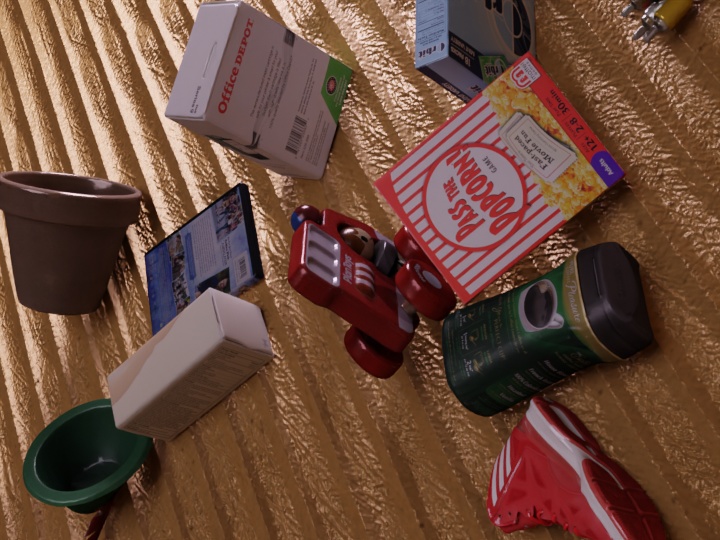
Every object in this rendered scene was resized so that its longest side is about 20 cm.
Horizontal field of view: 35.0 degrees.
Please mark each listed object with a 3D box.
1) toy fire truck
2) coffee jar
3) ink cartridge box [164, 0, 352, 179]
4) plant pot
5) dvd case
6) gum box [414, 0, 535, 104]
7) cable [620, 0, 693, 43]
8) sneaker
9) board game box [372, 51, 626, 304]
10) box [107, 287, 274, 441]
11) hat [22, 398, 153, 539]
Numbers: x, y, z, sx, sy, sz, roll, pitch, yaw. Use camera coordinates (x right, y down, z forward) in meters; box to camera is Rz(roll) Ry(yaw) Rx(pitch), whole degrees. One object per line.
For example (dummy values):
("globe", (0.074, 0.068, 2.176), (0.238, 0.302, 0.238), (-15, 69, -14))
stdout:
("toy fire truck", (0.000, 0.000, 1.175), (0.112, 0.167, 0.201), (-48, 19, 22))
("coffee jar", (0.175, 0.056, 1.073), (0.199, 0.085, 0.105), (-28, 47, 32))
("ink cartridge box", (-0.118, -0.213, 1.361), (0.083, 0.199, 0.148), (10, 80, 44))
("plant pot", (-0.412, -0.036, 1.585), (0.199, 0.199, 0.177), (19, 103, 44))
("dvd case", (-0.208, -0.007, 1.490), (0.199, 0.017, 0.144), (-33, 54, 30))
("gum box", (0.123, -0.270, 1.189), (0.044, 0.169, 0.203), (-13, 65, 37))
("cable", (0.337, -0.305, 1.115), (0.199, 0.050, 0.098), (-35, 36, 12))
("sneaker", (0.186, 0.218, 1.024), (0.116, 0.078, 0.201), (-57, 34, 21))
("board game box", (0.135, -0.088, 1.119), (0.199, 0.046, 0.152), (-40, 83, 9))
("box", (-0.209, 0.118, 1.392), (0.199, 0.094, 0.078), (-38, 52, 23))
("hat", (-0.338, 0.295, 1.493), (0.199, 0.178, 0.165), (-30, 42, -18))
